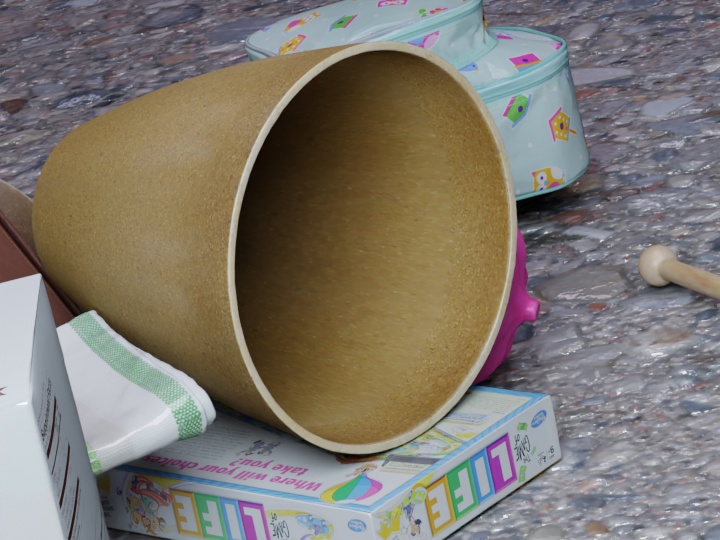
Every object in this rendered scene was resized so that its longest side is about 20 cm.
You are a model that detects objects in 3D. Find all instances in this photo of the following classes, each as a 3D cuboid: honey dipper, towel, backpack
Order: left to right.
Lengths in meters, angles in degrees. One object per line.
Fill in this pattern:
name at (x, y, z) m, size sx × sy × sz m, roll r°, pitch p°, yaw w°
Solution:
towel at (-0.180, 0.073, 1.258) m, size 0.199 × 0.031 × 0.149 m, roll -18°, pitch 18°, yaw -22°
backpack at (0.032, -0.091, 1.687) m, size 0.199 × 0.154 × 0.176 m, roll -10°, pitch 12°, yaw -16°
honey dipper at (0.197, 0.013, 1.457) m, size 0.038 × 0.038 × 0.200 m, roll -18°, pitch 16°, yaw -17°

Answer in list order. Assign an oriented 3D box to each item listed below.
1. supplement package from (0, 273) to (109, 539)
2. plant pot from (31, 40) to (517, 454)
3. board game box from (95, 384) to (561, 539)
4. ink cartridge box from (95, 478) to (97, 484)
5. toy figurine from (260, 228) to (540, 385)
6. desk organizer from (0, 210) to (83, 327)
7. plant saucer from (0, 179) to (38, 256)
supplement package at (-0.190, 0.134, 1.083) m, size 0.190 × 0.201 × 0.147 m, roll -12°, pitch 19°, yaw 0°
plant pot at (-0.061, -0.020, 1.353) m, size 0.199 × 0.187 × 0.186 m, roll 8°, pitch 27°, yaw 44°
board game box at (-0.023, 0.091, 1.364) m, size 0.199 × 0.034 × 0.134 m, roll 6°, pitch 25°, yaw 43°
ink cartridge box at (-0.233, 0.127, 1.312) m, size 0.199 × 0.086 × 0.148 m, roll -6°, pitch 19°, yaw 12°
toy figurine at (0.000, 0.000, 1.467) m, size 0.199 × 0.151 × 0.184 m, roll -16°, pitch 27°, yaw -31°
desk organizer at (-0.198, 0.025, 1.398) m, size 0.071 × 0.200 × 0.077 m, roll -1°, pitch 53°, yaw 29°
plant saucer at (-0.257, -0.002, 1.597) m, size 0.199 × 0.201 × 0.035 m, roll -5°, pitch 55°, yaw 21°
